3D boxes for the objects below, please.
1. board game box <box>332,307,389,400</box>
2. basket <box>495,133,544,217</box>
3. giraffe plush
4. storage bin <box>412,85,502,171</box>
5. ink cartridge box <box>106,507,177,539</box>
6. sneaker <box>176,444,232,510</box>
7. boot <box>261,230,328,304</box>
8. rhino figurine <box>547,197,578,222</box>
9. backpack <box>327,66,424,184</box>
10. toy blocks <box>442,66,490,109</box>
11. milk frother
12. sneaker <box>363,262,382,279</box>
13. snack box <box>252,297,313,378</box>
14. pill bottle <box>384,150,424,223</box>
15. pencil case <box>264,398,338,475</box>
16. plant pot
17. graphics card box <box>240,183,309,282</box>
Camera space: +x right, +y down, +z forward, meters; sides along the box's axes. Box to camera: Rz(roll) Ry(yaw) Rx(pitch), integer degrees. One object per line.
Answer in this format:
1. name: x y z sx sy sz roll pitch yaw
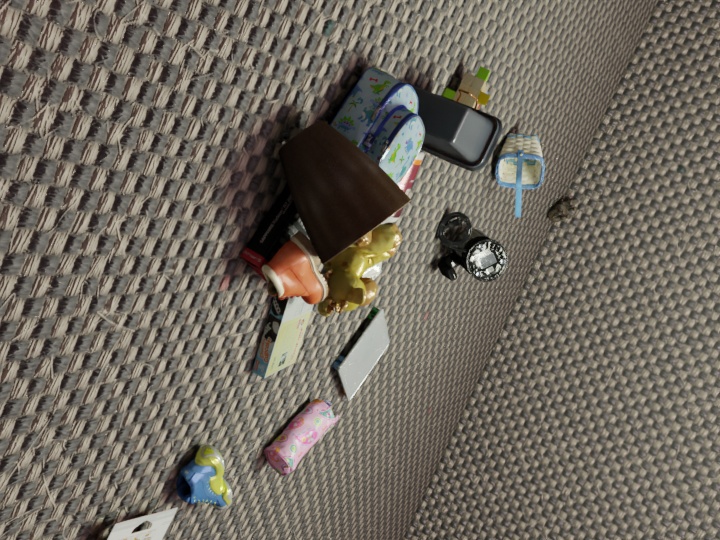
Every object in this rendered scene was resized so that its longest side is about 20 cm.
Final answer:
1. board game box: 0.004 0.215 2.285 0.201 0.026 0.200 -54 156 -22
2. basket: 0.456 -0.276 2.535 0.177 0.138 0.201 79 14 -57
3. giraffe plush: -0.019 0.003 1.710 0.173 0.198 0.164 123 -36 -67
4. storage bin: 0.179 -0.316 1.849 0.134 0.199 0.146 19 98 -58
5. ink cartridge box: -0.441 0.516 1.628 0.175 0.043 0.200 -65 158 5
6. sneaker: -0.322 0.436 1.779 0.105 0.076 0.201 -33 139 -29
7. boot: -0.122 0.019 1.602 0.107 0.075 0.200 -42 152 -15
8. rhino figurine: 0.791 -0.242 3.431 0.200 0.087 0.060 -38 110 -47
9. backpack: 0.036 -0.257 1.646 0.201 0.146 0.183 -62 161 -8
10. toy blocks: 0.239 -0.367 2.062 0.201 0.099 0.137 -64 169 3
11. milk frother: 0.296 -0.081 2.465 0.188 0.179 0.202 -122 -157 -76
12. sneaker: 0.000 0.000 1.927 0.200 0.081 0.075 -50 -162 -23
13. snack box: -0.151 0.114 1.807 0.116 0.037 0.201 -21 134 -58
14. pill bottle: 0.043 -0.168 1.807 0.114 0.114 0.201 -9 124 -63
15. pencil case: -0.139 0.392 2.098 0.200 0.087 0.088 -43 151 -38
16. plant pot: -0.046 -0.146 1.502 0.186 0.201 0.187 -36 -177 2
17. graphics card box: -0.130 -0.076 1.616 0.201 0.051 0.126 -57 157 -8
